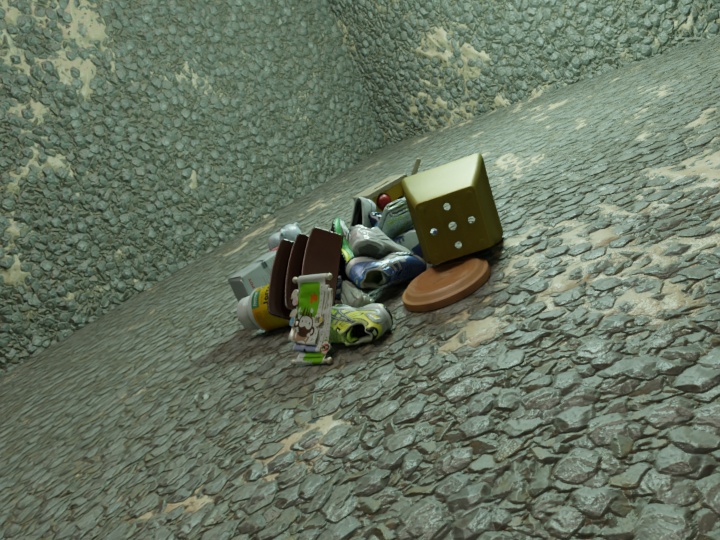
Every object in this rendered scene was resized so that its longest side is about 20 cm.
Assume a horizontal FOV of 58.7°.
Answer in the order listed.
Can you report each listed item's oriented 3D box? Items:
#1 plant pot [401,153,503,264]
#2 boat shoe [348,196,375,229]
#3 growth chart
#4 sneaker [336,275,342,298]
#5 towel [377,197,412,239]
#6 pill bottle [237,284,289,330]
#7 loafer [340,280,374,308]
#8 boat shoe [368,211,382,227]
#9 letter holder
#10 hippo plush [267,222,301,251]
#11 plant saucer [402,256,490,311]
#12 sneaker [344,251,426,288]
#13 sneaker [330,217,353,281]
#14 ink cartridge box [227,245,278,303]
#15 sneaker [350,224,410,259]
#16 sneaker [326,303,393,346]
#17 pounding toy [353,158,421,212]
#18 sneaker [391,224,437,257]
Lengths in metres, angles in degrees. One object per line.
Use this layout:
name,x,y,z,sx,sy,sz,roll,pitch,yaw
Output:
plant pot,0.202,-0.119,1.412,0.195,0.204,0.177,-16,14,14
boat shoe,-0.010,-0.105,1.790,0.072,0.206,0.065,-5,-17,44
growth chart,-0.105,0.101,1.330,0.143,0.205,0.018,-17,-25,42
sneaker,0.000,0.000,1.610,0.196,0.087,0.077,-21,15,13
towel,0.114,-0.128,1.717,0.168,0.049,0.202,-22,-26,-25
pill bottle,-0.212,0.088,1.612,0.196,0.115,0.113,-16,17,31
loafer,-0.018,0.071,1.426,0.071,0.069,0.200,-61,10,3
boat shoe,0.095,-0.142,1.811,0.084,0.069,0.198,-47,-26,19
letter holder,-0.129,0.007,1.467,0.101,0.139,0.204,131,151,-54
hippo plush,-0.212,-0.051,1.960,0.197,0.163,0.160,-22,14,30
plant saucer,0.177,0.022,1.349,0.196,0.033,0.201,-25,15,7
sneaker,0.064,0.009,1.465,0.195,0.077,0.077,-8,34,-17
sneaker,-0.025,-0.051,1.577,0.083,0.079,0.203,-7,50,-19
ink cartridge box,-0.252,0.037,1.780,0.082,0.148,0.199,-7,23,48
sneaker,0.056,-0.060,1.531,0.078,0.198,0.101,-43,43,26
sneaker,-0.030,0.114,1.297,0.197,0.077,0.076,-16,17,37
pounding toy,0.107,-0.209,1.943,0.198,0.188,0.141,-30,16,-21
sneaker,0.150,-0.083,1.651,0.197,0.082,0.115,-10,23,50
